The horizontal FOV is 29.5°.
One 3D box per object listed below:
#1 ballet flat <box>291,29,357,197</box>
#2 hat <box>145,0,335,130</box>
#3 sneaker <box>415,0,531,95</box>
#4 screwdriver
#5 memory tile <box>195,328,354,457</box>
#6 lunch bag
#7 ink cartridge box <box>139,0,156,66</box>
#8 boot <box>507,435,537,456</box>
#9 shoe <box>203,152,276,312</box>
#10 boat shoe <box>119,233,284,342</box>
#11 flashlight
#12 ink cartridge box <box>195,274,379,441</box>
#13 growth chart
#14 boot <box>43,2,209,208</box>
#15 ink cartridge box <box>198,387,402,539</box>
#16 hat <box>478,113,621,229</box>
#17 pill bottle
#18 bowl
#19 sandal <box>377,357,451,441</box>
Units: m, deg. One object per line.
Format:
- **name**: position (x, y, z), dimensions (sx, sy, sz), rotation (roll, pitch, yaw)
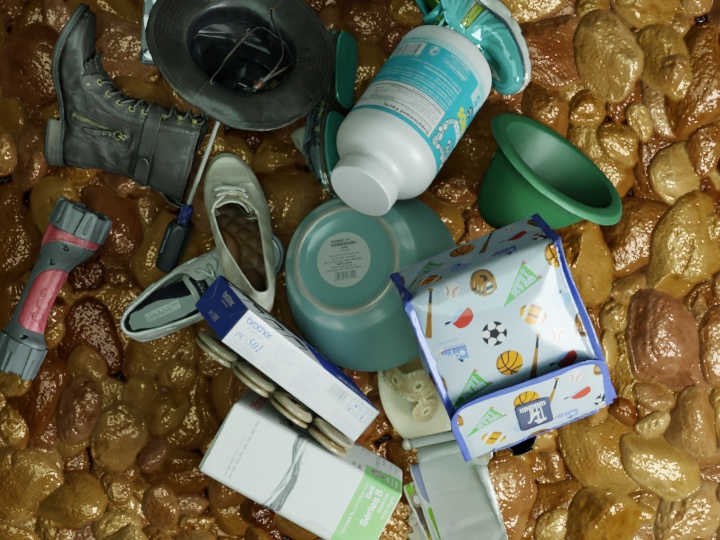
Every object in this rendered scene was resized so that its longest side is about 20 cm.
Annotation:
- **ballet flat**: position (-0.040, -0.162, 1.462), dimensions (0.074, 0.074, 0.201), rotation (4, 63, 2)
- **hat**: position (-0.130, -0.223, 1.442), dimensions (0.199, 0.081, 0.202), rotation (5, 69, -13)
- **sneaker**: position (0.104, -0.265, 1.462), dimensions (0.079, 0.078, 0.200), rotation (-32, 81, -38)
- **screwdriver**: position (-0.182, -0.086, 1.486), dimensions (0.028, 0.029, 0.201), rotation (19, 114, -11)
- **memory tile**: position (-0.086, 0.124, 1.451), dimensions (0.200, 0.153, 0.017), rotation (38, 93, 3)
- **lunch bag**: position (0.144, 0.074, 1.334), dimensions (0.169, 0.124, 0.201), rotation (-21, 108, 2)
- **ink cartridge box**: position (-0.185, -0.323, 1.501), dimensions (0.099, 0.039, 0.202), rotation (4, 92, 3)
- **boot**: position (0.156, 0.093, 1.450), dimensions (0.077, 0.138, 0.201), rotation (-16, 91, 3)
- **shoe**: position (-0.126, -0.046, 1.468), dimensions (0.069, 0.053, 0.201), rotation (-9, 65, -12)
- **boat shoe**: position (-0.173, 0.022, 1.498), dimensions (0.199, 0.065, 0.074), rotation (-33, 90, 3)
- **flashlight**: position (-0.342, 0.022, 1.506), dimensions (0.068, 0.068, 0.201), rotation (23, 92, -1)
- **ink cartridge box**: position (-0.074, 0.090, 1.399), dimensions (0.044, 0.094, 0.200), rotation (-48, 122, 1)
- **growth chart**: position (0.105, 0.267, 1.485), dimensions (0.144, 0.018, 0.202), rotation (-11, 94, 40)
- **boot**: position (-0.249, -0.180, 1.491), dimensions (0.173, 0.069, 0.201), rotation (12, 111, 1)
- **ink cartridge box**: position (-0.060, 0.213, 1.460), dimensions (0.199, 0.146, 0.084), rotation (29, 93, 1)
- **hat**: position (0.153, -0.051, 1.461), dimensions (0.176, 0.199, 0.166), rotation (-52, 45, 27)
- **pill bottle**: position (0.047, -0.151, 1.407), dimensions (0.110, 0.111, 0.201), rotation (33, 61, 1)
- **bowl**: position (0.000, 0.000, 1.441), dimensions (0.199, 0.105, 0.202), rotation (-3, 78, 15)
- **sandal**: position (0.052, 0.098, 1.489), dimensions (0.077, 0.070, 0.213), rotation (-11, 92, 3)
